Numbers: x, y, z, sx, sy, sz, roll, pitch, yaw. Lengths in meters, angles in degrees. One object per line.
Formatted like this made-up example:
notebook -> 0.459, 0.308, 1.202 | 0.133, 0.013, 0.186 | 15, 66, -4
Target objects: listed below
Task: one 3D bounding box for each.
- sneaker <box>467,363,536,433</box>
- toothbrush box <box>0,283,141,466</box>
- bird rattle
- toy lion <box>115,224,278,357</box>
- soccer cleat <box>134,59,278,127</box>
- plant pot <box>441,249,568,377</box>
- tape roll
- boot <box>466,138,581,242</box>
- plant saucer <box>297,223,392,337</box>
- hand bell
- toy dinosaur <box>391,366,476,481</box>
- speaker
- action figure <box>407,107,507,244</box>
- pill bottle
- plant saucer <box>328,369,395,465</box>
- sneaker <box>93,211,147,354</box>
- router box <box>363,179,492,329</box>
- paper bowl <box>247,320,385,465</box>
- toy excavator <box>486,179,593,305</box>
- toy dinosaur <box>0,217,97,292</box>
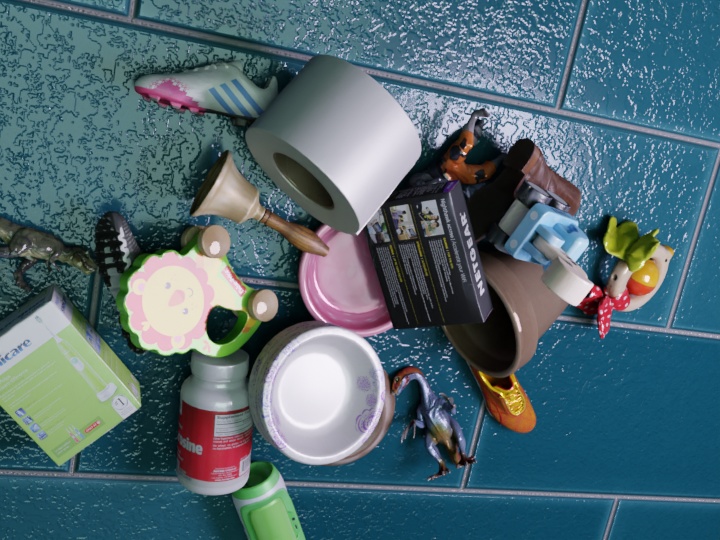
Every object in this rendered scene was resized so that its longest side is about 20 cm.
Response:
sneaker -> 0.240, 0.207, 1.422 | 0.073, 0.077, 0.201 | -39, 115, -4
toothbrush box -> -0.426, 0.146, 1.190 | 0.145, 0.086, 0.201 | -36, 114, -3
bird rattle -> 0.456, 0.018, 1.423 | 0.162, 0.112, 0.202 | 1, 110, -34
toy lion -> -0.235, 0.046, 1.183 | 0.192, 0.068, 0.201 | -51, 123, -26
soccer cleat -> -0.205, -0.251, 1.153 | 0.198, 0.070, 0.087 | 10, 94, -25
plant pot -> 0.238, 0.042, 1.325 | 0.174, 0.199, 0.202 | -26, 114, -28
tape roll -> -0.036, -0.167, 1.138 | 0.203, 0.202, 0.140 | 45, 75, -24
boot -> 0.252, -0.085, 1.309 | 0.187, 0.064, 0.200 | -52, 141, 5
plant saucer -> 0.000, 0.000, 1.294 | 0.198, 0.051, 0.203 | -4, 106, -13
hand bell -> -0.130, -0.073, 1.200 | 0.199, 0.104, 0.105 | 31, 96, -20
toy dinosaur -> 0.113, 0.250, 1.409 | 0.104, 0.200, 0.183 | -21, 77, 2
speaker -> -0.143, 0.409, 1.360 | 0.088, 0.088, 0.202 | -20, 111, -10
action figure -> 0.145, -0.131, 1.299 | 0.193, 0.105, 0.200 | -39, 141, 4
pill bottle -> -0.215, 0.220, 1.264 | 0.111, 0.112, 0.202 | 1, 106, -17
plant saucer -> -0.033, 0.232, 1.367 | 0.198, 0.037, 0.203 | -5, 108, -17
sneaker -> -0.311, 0.009, 1.192 | 0.090, 0.066, 0.202 | -32, 113, -51
router box -> 0.093, -0.017, 1.215 | 0.148, 0.051, 0.202 | -6, 112, 29
paper bowl -> -0.070, 0.176, 1.255 | 0.199, 0.104, 0.203 | -2, 95, -26
toy excavator -> 0.264, -0.028, 1.152 | 0.194, 0.200, 0.100 | 10, 120, -51
toy dinosaur -> -0.462, -0.026, 1.148 | 0.199, 0.047, 0.089 | 30, 79, -24
